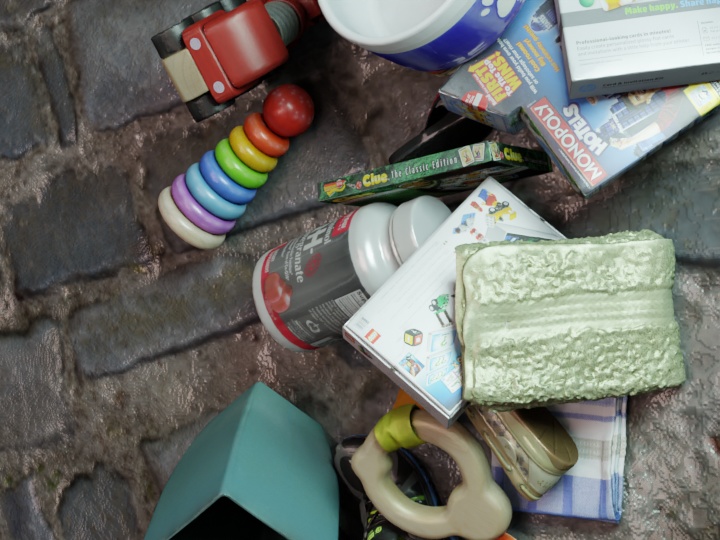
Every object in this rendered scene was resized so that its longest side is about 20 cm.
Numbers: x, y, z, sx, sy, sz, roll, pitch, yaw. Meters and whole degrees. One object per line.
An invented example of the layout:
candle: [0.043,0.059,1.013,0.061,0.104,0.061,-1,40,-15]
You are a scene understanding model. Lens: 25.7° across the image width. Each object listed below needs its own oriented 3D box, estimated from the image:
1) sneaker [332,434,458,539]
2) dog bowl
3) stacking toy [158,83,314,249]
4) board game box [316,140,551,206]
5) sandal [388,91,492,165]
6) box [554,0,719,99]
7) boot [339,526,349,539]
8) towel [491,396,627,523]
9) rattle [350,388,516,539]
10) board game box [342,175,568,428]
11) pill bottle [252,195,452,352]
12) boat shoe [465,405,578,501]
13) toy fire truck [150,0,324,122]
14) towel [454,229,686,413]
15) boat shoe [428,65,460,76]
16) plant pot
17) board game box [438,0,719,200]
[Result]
sneaker: [0.033,0.238,1.507,0.071,0.082,0.200,-50,59,31]
dog bowl: [0.057,-0.277,1.362,0.199,0.079,0.201,-15,67,38]
stacking toy: [-0.124,-0.117,1.651,0.200,0.085,0.086,-47,62,22]
board game box: [0.067,-0.087,1.477,0.199,0.105,0.024,-11,83,37]
sandal: [0.105,-0.159,1.473,0.200,0.075,0.045,-38,67,23]
box: [0.237,-0.251,1.321,0.155,0.041,0.201,-6,72,1]
boot: [-0.049,0.373,1.578,0.188,0.068,0.201,41,114,31]
towel: [0.177,0.124,1.435,0.146,0.024,0.201,1,89,39]
rattle: [0.097,0.198,1.477,0.200,0.143,0.130,37,104,2]
board game box: [0.096,0.026,1.401,0.126,0.035,0.200,41,72,15]
pill bottle: [0.000,0.000,1.524,0.199,0.110,0.111,-23,74,36]
boat shoe: [0.112,0.117,1.429,0.063,0.073,0.200,-53,58,26]
toy fire truck: [-0.074,-0.229,1.563,0.199,0.176,0.129,-22,103,30]
towel: [0.179,0.043,1.352,0.036,0.199,0.149,148,118,-81]
boat shoe: [0.123,-0.252,1.412,0.200,0.062,0.071,-43,55,14]
plant pot: [-0.109,0.218,1.546,0.141,0.141,0.201,-40,24,30]
board game box: [0.180,-0.164,1.366,0.199,0.062,0.201,-34,74,4]
